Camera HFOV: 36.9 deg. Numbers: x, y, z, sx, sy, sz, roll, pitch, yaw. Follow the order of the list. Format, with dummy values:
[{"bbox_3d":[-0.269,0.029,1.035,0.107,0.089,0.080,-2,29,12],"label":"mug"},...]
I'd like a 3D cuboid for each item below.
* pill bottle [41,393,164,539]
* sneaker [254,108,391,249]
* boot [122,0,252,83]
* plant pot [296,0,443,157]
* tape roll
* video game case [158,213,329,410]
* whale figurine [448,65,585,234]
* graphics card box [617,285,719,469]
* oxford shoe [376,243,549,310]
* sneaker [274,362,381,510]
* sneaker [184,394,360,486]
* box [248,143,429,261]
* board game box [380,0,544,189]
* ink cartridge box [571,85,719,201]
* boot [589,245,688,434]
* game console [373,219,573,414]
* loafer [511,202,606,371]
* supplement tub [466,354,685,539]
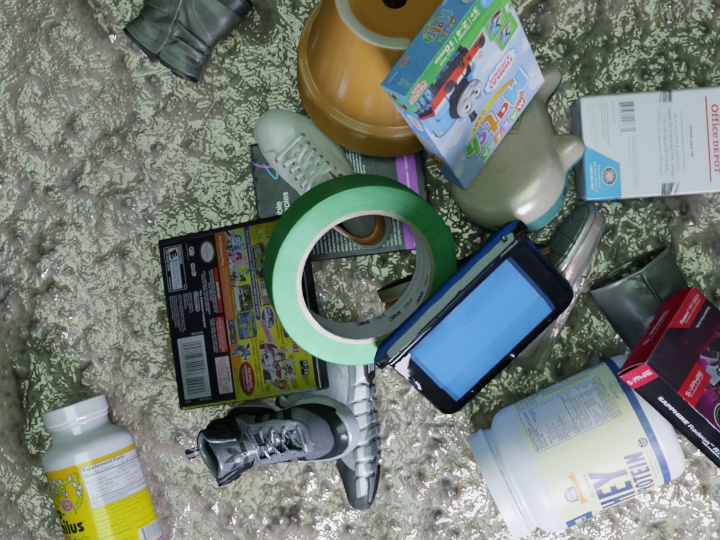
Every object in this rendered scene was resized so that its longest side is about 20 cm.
[{"bbox_3d":[-0.298,0.246,1.229,0.104,0.104,0.200,-18,89,4],"label":"pill bottle"},{"bbox_3d":[-0.041,-0.107,1.185,0.200,0.085,0.073,44,95,4],"label":"sneaker"},{"bbox_3d":[-0.233,-0.319,1.241,0.200,0.068,0.131,43,99,4],"label":"boot"},{"bbox_3d":[0.032,-0.246,1.137,0.200,0.183,0.200,1,73,-2],"label":"plant pot"},{"bbox_3d":[0.000,0.000,1.137,0.200,0.048,0.201,-6,113,-14],"label":"tape roll"},{"bbox_3d":[-0.135,0.048,1.224,0.181,0.025,0.200,-11,84,20],"label":"video game case"},{"bbox_3d":[0.177,-0.131,1.207,0.159,0.104,0.200,2,67,27],"label":"whale figurine"},{"bbox_3d":[0.375,0.127,1.111,0.200,0.051,0.125,44,57,-1],"label":"graphics card box"},{"bbox_3d":[0.124,0.020,1.221,0.200,0.071,0.071,-20,94,15],"label":"oxford shoe"},{"bbox_3d":[-0.039,0.173,1.235,0.115,0.075,0.200,-3,84,11],"label":"sneaker"},{"bbox_3d":[-0.100,0.189,1.170,0.200,0.114,0.076,-8,101,41],"label":"sneaker"},{"bbox_3d":[-0.022,-0.085,1.242,0.200,0.036,0.143,-6,89,2],"label":"box"},{"bbox_3d":[0.109,-0.189,1.083,0.037,0.200,0.151,33,84,29],"label":"board game box"},{"bbox_3d":[0.341,-0.140,1.200,0.200,0.067,0.116,-3,91,2],"label":"ink cartridge box"},{"bbox_3d":[0.376,0.062,1.196,0.182,0.073,0.200,-27,90,4],"label":"boot"},{"bbox_3d":[0.124,0.056,1.109,0.200,0.171,0.118,-45,88,3],"label":"game console"},{"bbox_3d":[0.223,0.021,1.218,0.063,0.072,0.200,28,99,-15],"label":"loafer"},{"bbox_3d":[0.232,0.195,1.174,0.200,0.145,0.145,-26,89,4],"label":"supplement tub"}]
